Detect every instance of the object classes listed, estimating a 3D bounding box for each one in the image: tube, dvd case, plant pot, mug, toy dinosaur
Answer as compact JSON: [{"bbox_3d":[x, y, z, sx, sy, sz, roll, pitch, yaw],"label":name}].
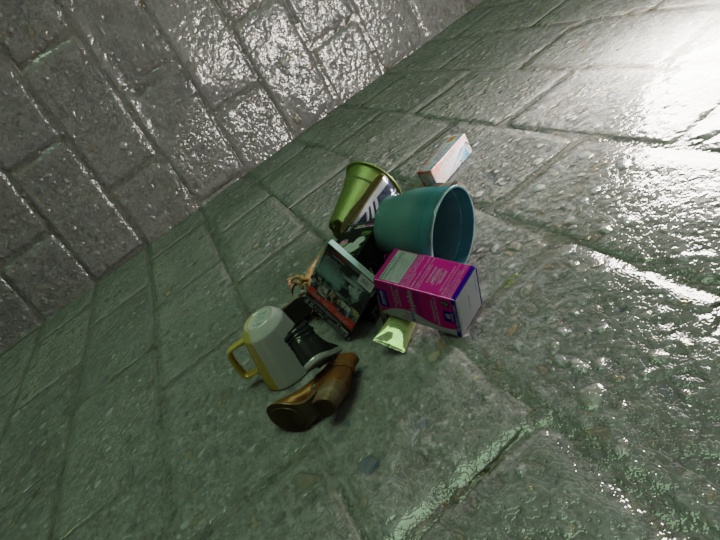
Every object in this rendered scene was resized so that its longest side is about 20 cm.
[{"bbox_3d":[0.102,0.092,1.284,0.057,0.052,0.202,-24,25,49],"label":"tube"},{"bbox_3d":[-0.046,0.048,1.316,0.022,0.145,0.203,-39,-17,-44],"label":"dvd case"},{"bbox_3d":[0.137,-0.098,1.346,0.183,0.204,0.201,11,47,37],"label":"plant pot"},{"bbox_3d":[-0.213,0.181,1.373,0.185,0.156,0.148,-39,27,-14],"label":"mug"},{"bbox_3d":[-0.139,0.024,1.557,0.102,0.062,0.203,-10,36,2],"label":"toy dinosaur"},{"bbox_3d":[-0.001,-0.179,1.734,0.196,0.201,0.193,1,52,49],"label":"plant pot"}]

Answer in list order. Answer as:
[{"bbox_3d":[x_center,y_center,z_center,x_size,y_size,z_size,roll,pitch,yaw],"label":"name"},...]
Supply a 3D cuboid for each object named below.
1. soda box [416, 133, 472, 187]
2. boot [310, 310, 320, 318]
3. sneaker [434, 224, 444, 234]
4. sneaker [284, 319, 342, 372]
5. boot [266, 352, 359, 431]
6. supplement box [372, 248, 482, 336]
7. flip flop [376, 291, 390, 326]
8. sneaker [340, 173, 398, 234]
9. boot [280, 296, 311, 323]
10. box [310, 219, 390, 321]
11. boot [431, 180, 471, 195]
[{"bbox_3d":[0.259,-0.333,1.801,0.063,0.069,0.201,5,46,51],"label":"soda box"},{"bbox_3d":[-0.092,0.054,1.551,0.199,0.072,0.159,-25,38,64],"label":"boot"},{"bbox_3d":[0.177,-0.080,1.465,0.197,0.074,0.082,-24,20,42],"label":"sneaker"},{"bbox_3d":[-0.100,0.154,1.263,0.070,0.100,0.200,-38,-11,8],"label":"sneaker"},{"bbox_3d":[-0.097,0.245,1.228,0.197,0.077,0.156,-29,17,33],"label":"boot"},{"bbox_3d":[0.136,0.041,1.207,0.195,0.103,0.104,15,50,36],"label":"supplement box"},{"bbox_3d":[0.082,0.047,1.352,0.056,0.083,0.203,-1,38,22],"label":"flip flop"},{"bbox_3d":[0.036,-0.155,1.630,0.202,0.108,0.070,-52,26,-4],"label":"sneaker"},{"bbox_3d":[-0.208,0.134,1.573,0.196,0.075,0.075,-30,0,9],"label":"boot"},{"bbox_3d":[0.000,0.000,1.423,0.121,0.151,0.202,-6,37,41],"label":"box"},{"bbox_3d":[0.204,-0.171,1.599,0.200,0.071,0.146,-44,35,-6],"label":"boot"}]
